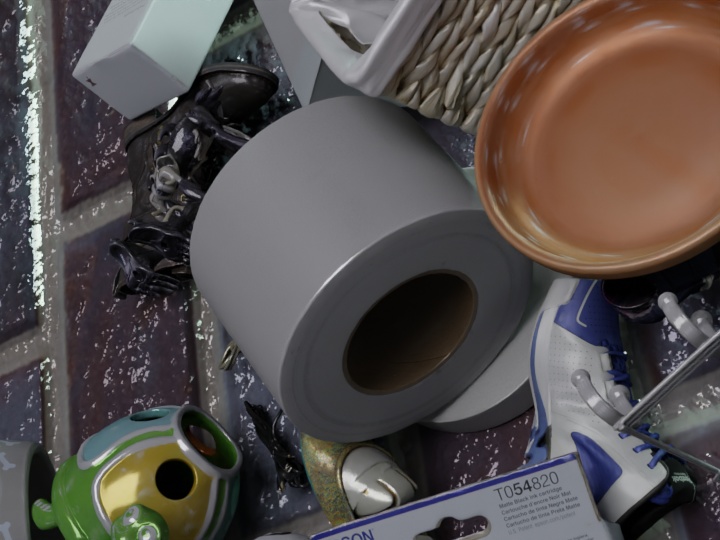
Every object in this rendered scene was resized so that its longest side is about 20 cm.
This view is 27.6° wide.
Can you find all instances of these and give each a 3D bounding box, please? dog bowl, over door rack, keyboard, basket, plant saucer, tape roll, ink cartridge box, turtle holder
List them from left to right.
[{"bbox_3d":[-0.277,0.230,1.184,0.058,0.200,0.201,-10,62,-2],"label":"dog bowl"},{"bbox_3d":[-0.168,0.173,1.125,0.132,0.185,0.141,-44,69,13],"label":"turtle holder"},{"bbox_3d":[-0.047,0.094,1.156,0.127,0.021,0.200,-56,39,18],"label":"keyboard"},{"bbox_3d":[0.000,0.000,1.014,0.203,0.203,0.139,-48,51,10],"label":"tape roll"},{"bbox_3d":[0.078,0.020,1.102,0.202,0.037,0.203,-15,63,32],"label":"tape roll"},{"bbox_3d":[0.068,-0.203,0.960,0.200,0.123,0.136,-55,35,16],"label":"basket"},{"bbox_3d":[0.088,0.236,0.946,0.199,0.041,0.200,-20,86,20],"label":"ink cartridge box"},{"bbox_3d":[0.164,-0.082,0.871,0.200,0.037,0.201,-16,57,25],"label":"plant saucer"},{"bbox_3d":[0.231,0.058,0.878,0.148,0.200,0.067,-44,42,15],"label":"over door rack"}]

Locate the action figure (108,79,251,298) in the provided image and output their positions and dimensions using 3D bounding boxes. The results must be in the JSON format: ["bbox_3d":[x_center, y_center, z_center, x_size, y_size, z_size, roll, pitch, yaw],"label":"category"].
[{"bbox_3d":[-0.127,-0.064,1.174,0.119,0.102,0.200,-48,17,43],"label":"action figure"}]

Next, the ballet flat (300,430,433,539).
[{"bbox_3d":[0.022,0.183,1.026,0.071,0.071,0.200,-27,79,24],"label":"ballet flat"}]

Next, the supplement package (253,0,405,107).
[{"bbox_3d":[0.010,-0.262,1.144,0.191,0.147,0.200,110,144,-47],"label":"supplement package"}]

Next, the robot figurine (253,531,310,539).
[{"bbox_3d":[-0.082,0.280,1.054,0.200,0.125,0.150,-48,50,13],"label":"robot figurine"}]

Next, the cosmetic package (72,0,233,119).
[{"bbox_3d":[-0.169,-0.243,1.318,0.101,0.071,0.200,-15,45,49],"label":"cosmetic package"}]

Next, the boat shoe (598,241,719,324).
[{"bbox_3d":[0.183,-0.014,0.945,0.093,0.200,0.075,-36,92,-6],"label":"boat shoe"}]

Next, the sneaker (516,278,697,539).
[{"bbox_3d":[0.171,0.110,0.980,0.115,0.081,0.200,5,81,33],"label":"sneaker"}]

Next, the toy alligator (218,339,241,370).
[{"bbox_3d":[-0.040,0.001,1.145,0.200,0.054,0.059,-62,17,-6],"label":"toy alligator"}]

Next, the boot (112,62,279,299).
[{"bbox_3d":[-0.143,-0.073,1.279,0.200,0.069,0.175,-27,54,37],"label":"boot"}]
